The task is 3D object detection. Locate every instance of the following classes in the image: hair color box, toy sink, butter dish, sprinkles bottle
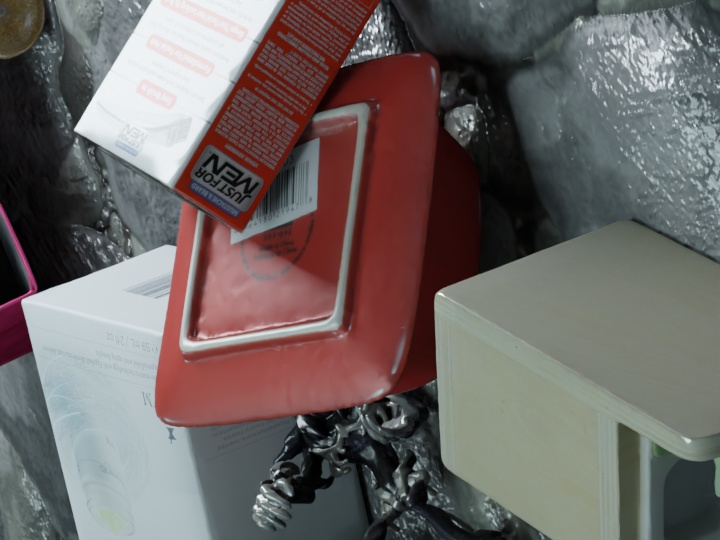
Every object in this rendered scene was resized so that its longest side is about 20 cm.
[{"bbox_3d":[-0.061,-0.133,1.554,0.111,0.064,0.201,29,87,50],"label":"hair color box"},{"bbox_3d":[0.146,0.074,1.386,0.200,0.130,0.113,29,131,47],"label":"toy sink"},{"bbox_3d":[0.000,0.000,1.578,0.199,0.147,0.201,-11,65,44],"label":"butter dish"},{"bbox_3d":[-0.296,-0.176,2.029,0.200,0.068,0.069,-4,104,59],"label":"sprinkles bottle"}]

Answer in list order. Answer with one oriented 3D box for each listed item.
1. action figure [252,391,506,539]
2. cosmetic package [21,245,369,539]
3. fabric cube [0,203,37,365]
[{"bbox_3d":[0.002,0.116,1.668,0.119,0.102,0.200,-46,66,18],"label":"action figure"},{"bbox_3d":[-0.106,0.105,1.831,0.199,0.122,0.201,10,117,57],"label":"cosmetic package"},{"bbox_3d":[-0.353,-0.011,2.034,0.197,0.199,0.199,63,171,8],"label":"fabric cube"}]
